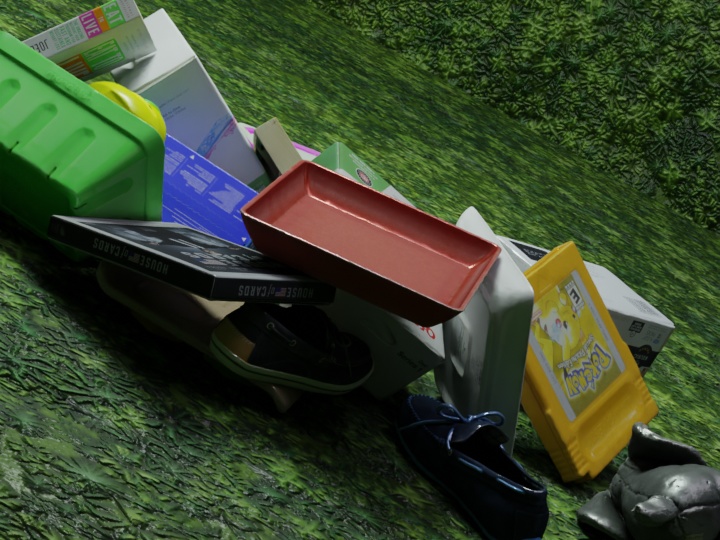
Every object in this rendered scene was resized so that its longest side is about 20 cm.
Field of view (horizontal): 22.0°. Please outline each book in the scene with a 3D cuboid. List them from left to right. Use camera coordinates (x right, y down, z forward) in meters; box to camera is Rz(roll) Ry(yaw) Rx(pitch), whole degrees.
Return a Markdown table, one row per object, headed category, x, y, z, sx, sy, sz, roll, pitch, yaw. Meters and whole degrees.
| category | x | y | z | sx | sy | sz | roll | pitch | yaw |
| --- | --- | --- | --- | --- | --- | --- | --- | --- | --- |
| book | -0.299 | -0.201 | 1.762 | 0.134 | 0.200 | 0.048 | 109 | -44 | -87 |

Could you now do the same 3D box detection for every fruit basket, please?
| category | x | y | z | sx | sy | sz | roll | pitch | yaw |
| --- | --- | --- | --- | --- | --- | --- | --- | --- | --- |
| fruit basket | -0.247 | -0.123 | 1.672 | 0.215 | 0.156 | 0.216 | 4 | 50 | -5 |

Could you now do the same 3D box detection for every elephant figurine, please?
| category | x | y | z | sx | sy | sz | roll | pitch | yaw |
| --- | --- | --- | --- | --- | --- | --- | --- | --- | --- |
| elephant figurine | 0.268 | 0.211 | 1.690 | 0.141 | 0.155 | 0.200 | -26 | 28 | -19 |

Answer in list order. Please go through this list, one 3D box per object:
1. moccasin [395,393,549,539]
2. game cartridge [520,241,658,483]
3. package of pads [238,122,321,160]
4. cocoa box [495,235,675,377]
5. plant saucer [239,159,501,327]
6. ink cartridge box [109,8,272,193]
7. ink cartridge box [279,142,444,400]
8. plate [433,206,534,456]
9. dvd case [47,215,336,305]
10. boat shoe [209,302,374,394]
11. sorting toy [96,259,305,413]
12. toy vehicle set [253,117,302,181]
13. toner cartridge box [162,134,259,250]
| category | x | y | z | sx | sy | sz | roll | pitch | yaw |
| --- | --- | --- | --- | --- | --- | --- | --- | --- | --- |
| moccasin | 0.105 | 0.158 | 1.589 | 0.080 | 0.068 | 0.200 | -5 | 33 | -38 |
| game cartridge | 0.207 | 0.090 | 1.822 | 0.176 | 0.032 | 0.200 | -35 | 97 | -50 |
| package of pads | -0.052 | -0.090 | 2.153 | 0.200 | 0.068 | 0.155 | 19 | 18 | -35 |
| cocoa box | 0.212 | 0.065 | 2.009 | 0.200 | 0.131 | 0.133 | 15 | 21 | -45 |
| plant saucer | 0.009 | -0.020 | 1.580 | 0.200 | 0.037 | 0.200 | 24 | 20 | 7 |
| ink cartridge box | -0.175 | -0.148 | 1.901 | 0.200 | 0.087 | 0.145 | 58 | -3 | -33 |
| ink cartridge box | 0.000 | 0.000 | 1.734 | 0.145 | 0.084 | 0.200 | 40 | 29 | -29 |
| plate | 0.105 | 0.068 | 1.702 | 0.032 | 0.200 | 0.200 | 0 | 25 | -15 |
| dvd case | -0.140 | -0.009 | 1.543 | 0.200 | 0.025 | 0.150 | 18 | 10 | 38 |
| boat shoe | -0.046 | 0.060 | 1.569 | 0.075 | 0.062 | 0.200 | 42 | 17 | 33 |
| sorting toy | -0.128 | 0.047 | 1.626 | 0.200 | 0.037 | 0.185 | 35 | 15 | 3 |
| toy vehicle set | -0.069 | -0.084 | 1.940 | 0.124 | 0.026 | 0.200 | 58 | -6 | 4 |
| toner cartridge box | -0.184 | -0.070 | 1.774 | 0.200 | 0.095 | 0.043 | 34 | -21 | 14 |
